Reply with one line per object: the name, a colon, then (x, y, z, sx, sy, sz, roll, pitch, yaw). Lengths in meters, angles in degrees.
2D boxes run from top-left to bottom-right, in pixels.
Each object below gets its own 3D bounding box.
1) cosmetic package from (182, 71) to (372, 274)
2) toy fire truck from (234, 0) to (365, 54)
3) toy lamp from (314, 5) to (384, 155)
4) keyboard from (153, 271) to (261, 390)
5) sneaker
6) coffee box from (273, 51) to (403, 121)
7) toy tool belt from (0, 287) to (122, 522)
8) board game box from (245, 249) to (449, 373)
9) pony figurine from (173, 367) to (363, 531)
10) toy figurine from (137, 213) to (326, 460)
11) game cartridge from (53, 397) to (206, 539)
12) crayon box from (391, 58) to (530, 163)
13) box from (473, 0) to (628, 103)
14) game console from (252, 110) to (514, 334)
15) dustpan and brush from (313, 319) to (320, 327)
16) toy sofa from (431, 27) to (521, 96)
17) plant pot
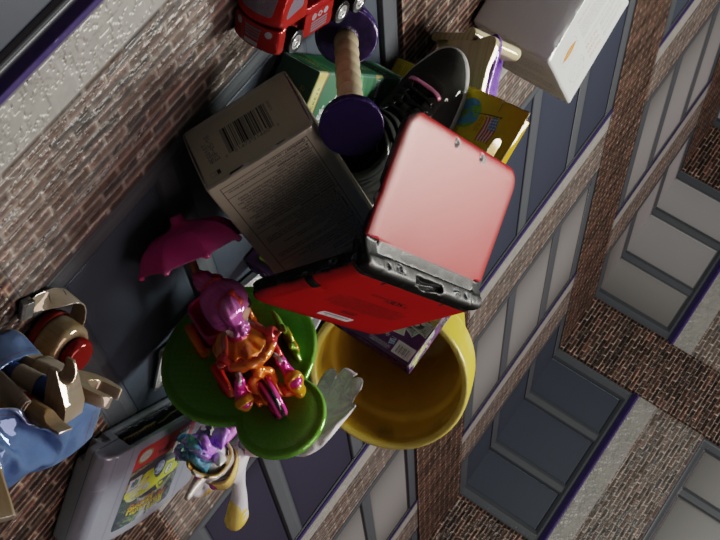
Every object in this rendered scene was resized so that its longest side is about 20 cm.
cosmetic package: (-0.054, -0.061, 1.047, 0.103, 0.073, 0.200, -30, 143, 3)
toy fire truck: (-0.019, -0.270, 0.985, 0.200, 0.049, 0.142, -41, 155, -42)
toy lamp: (-0.009, -0.168, 1.021, 0.201, 0.058, 0.058, -95, -162, -51)
keyboard: (-0.138, 0.047, 1.241, 0.200, 0.011, 0.057, -42, 156, -41)
sneaker: (0.037, -0.141, 1.157, 0.200, 0.071, 0.099, -52, 167, -9)
coffee box: (-0.035, -0.138, 1.162, 0.124, 0.044, 0.200, -64, 162, 16)
toy tool belt: (-0.237, 0.106, 0.888, 0.200, 0.122, 0.125, -33, 150, -53)
board game box: (0.000, 0.000, 1.225, 0.120, 0.199, 0.032, -53, 163, -14)
pony figurine: (-0.107, 0.155, 1.213, 0.194, 0.166, 0.200, -57, 168, -17)
toy figurine: (-0.117, 0.041, 1.053, 0.150, 0.200, 0.185, -31, 143, -9)
game cartridge: (-0.218, 0.196, 1.231, 0.200, 0.041, 0.134, -28, 149, -58)
crayon box: (0.080, -0.124, 1.239, 0.051, 0.200, 0.127, 31, 91, -44)
box: (0.235, -0.313, 1.495, 0.153, 0.106, 0.200, -59, 162, 2)
game console: (0.025, -0.031, 1.046, 0.200, 0.171, 0.120, 21, 58, -56)
dustpan and brush: (-0.053, 0.031, 1.357, 0.140, 0.057, 0.201, 99, 17, -51)
toy sofa: (0.117, -0.151, 1.322, 0.082, 0.097, 0.202, 13, 88, -44)
plant pot: (0.055, 0.093, 1.564, 0.189, 0.200, 0.202, -57, 171, -62)
